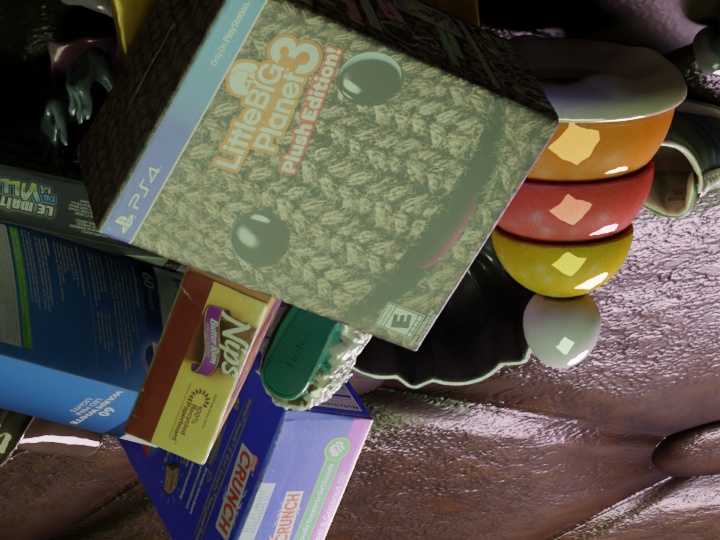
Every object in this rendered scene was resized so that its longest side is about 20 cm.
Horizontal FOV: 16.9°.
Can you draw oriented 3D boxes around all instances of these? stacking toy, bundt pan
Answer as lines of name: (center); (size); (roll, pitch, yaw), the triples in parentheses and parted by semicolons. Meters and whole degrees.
stacking toy: (0.121, -0.036, 1.484); (0.146, 0.146, 0.200); (-3, 110, -12)
bundt pan: (0.048, -0.024, 1.599); (0.202, 0.076, 0.202); (0, 124, 0)

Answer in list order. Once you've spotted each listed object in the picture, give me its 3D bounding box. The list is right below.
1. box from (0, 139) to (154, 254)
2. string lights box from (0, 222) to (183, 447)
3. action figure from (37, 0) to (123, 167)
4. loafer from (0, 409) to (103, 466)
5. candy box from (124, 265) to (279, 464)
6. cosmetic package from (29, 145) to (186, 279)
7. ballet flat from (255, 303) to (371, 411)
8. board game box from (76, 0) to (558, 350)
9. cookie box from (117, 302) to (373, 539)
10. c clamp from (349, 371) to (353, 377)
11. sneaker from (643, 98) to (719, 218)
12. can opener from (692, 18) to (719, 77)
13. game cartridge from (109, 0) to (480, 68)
box: (-0.189, -0.049, 1.454); (0.200, 0.035, 0.110); (12, -172, -1)
string lights box: (-0.190, 0.036, 1.502); (0.200, 0.103, 0.059); (19, 138, -42)
action figure: (-0.092, -0.118, 1.439); (0.200, 0.149, 0.134); (-13, -159, -24)
loafer: (-0.213, 0.100, 1.758); (0.073, 0.071, 0.200); (-53, 172, 23)
candy box: (-0.078, 0.019, 1.464); (0.056, 0.200, 0.117); (24, 114, 1)
cosmetic package: (-0.177, -0.019, 1.600); (0.200, 0.081, 0.113); (3, 151, -24)
ballet flat: (0.000, 0.000, 1.533); (0.072, 0.072, 0.200); (16, 112, -41)
board game box: (-0.025, -0.073, 1.302); (0.200, 0.097, 0.159); (21, 113, -24)
cookie box: (-0.085, 0.111, 1.701); (0.075, 0.200, 0.171); (6, 120, -30)
c clamp: (0.033, 0.035, 1.776); (0.200, 0.027, 0.171); (-30, 159, -15)
sneaker: (0.203, -0.070, 1.601); (0.067, 0.090, 0.200); (-23, 152, 27)
can opener: (0.305, -0.117, 1.562); (0.200, 0.067, 0.053); (9, 149, -34)
game cartridge: (-0.033, -0.129, 1.340); (0.200, 0.032, 0.176); (-15, 123, -8)
